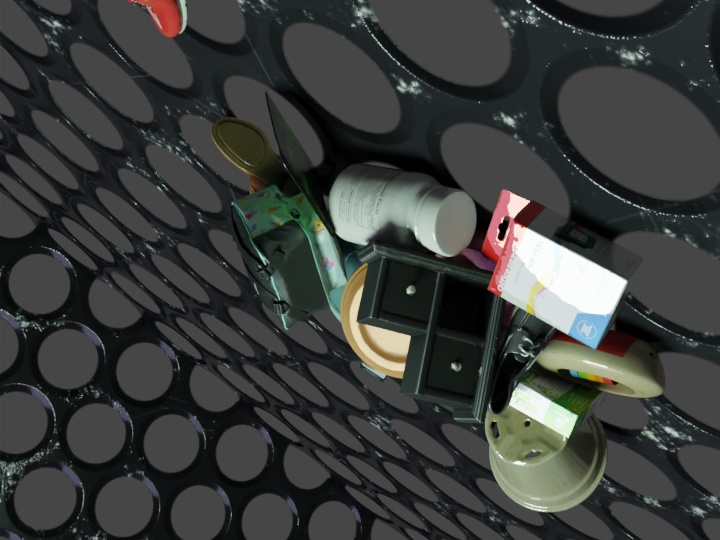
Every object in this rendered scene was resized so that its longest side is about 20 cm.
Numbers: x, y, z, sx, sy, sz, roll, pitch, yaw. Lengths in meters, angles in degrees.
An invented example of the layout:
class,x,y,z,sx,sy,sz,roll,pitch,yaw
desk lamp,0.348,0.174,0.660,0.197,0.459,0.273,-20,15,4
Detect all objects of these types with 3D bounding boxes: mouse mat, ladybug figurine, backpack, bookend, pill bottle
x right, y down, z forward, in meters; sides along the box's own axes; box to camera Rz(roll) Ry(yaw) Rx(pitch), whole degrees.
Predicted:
class,x,y,z,sx,sy,sz,roll,pitch,yaw
mouse mat,-0.088,-0.155,1.426,0.161,0.007,0.201,56,-170,-38
ladybug figurine,0.335,0.122,1.390,0.198,0.073,0.136,12,165,34
backpack,-0.115,-0.039,1.523,0.200,0.152,0.177,43,160,51
bookend,0.079,0.084,1.326,0.198,0.201,0.092,15,169,-12
pill bottle,0.058,-0.081,1.368,0.199,0.115,0.115,15,151,45

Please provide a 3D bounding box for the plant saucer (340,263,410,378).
class,x,y,z,sx,sy,sz,roll,pitch,yaw
plant saucer,0.061,0.072,1.473,0.198,0.037,0.203,6,110,16

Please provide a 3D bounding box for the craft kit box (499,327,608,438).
class,x,y,z,sx,sy,sz,roll,pitch,yaw
craft kit box,0.261,0.157,1.477,0.196,0.049,0.199,26,-159,24

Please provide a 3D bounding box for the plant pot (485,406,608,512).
class,x,y,z,sx,sy,sz,roll,pitch,yaw
plant pot,0.281,0.266,1.573,0.199,0.202,0.184,24,168,29

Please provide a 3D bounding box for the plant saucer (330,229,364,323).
class,x,y,z,sx,sy,sz,roll,pitch,yaw
plant saucer,0.000,0.000,1.551,0.027,0.203,0.199,2,-173,-42

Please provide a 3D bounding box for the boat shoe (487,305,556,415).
class,x,y,z,sx,sy,sz,roll,pitch,yaw
boat shoe,0.223,0.109,1.336,0.072,0.201,0.063,25,-161,-22

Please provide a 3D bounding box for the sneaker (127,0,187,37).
class,x,y,z,sx,sy,sz,roll,pitch,yaw
sneaker,-0.302,-0.388,1.337,0.077,0.085,0.201,25,156,29

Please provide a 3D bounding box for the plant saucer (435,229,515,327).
class,x,y,z,sx,sy,sz,roll,pitch,yaw
plant saucer,0.203,0.010,1.421,0.199,0.051,0.201,32,159,14

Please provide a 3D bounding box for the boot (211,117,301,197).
class,x,y,z,sx,sy,sz,roll,pitch,yaw
boot,-0.166,-0.161,1.630,0.199,0.077,0.155,29,160,-6

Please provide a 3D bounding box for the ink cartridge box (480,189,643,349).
class,x,y,z,sx,sy,sz,roll,pitch,yaw
ink cartridge box,0.239,-0.005,1.250,0.199,0.067,0.117,29,130,18

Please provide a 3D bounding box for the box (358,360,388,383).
class,x,y,z,sx,sy,sz,roll,pitch,yaw
box,0.063,0.119,1.783,0.060,0.117,0.200,32,158,3
